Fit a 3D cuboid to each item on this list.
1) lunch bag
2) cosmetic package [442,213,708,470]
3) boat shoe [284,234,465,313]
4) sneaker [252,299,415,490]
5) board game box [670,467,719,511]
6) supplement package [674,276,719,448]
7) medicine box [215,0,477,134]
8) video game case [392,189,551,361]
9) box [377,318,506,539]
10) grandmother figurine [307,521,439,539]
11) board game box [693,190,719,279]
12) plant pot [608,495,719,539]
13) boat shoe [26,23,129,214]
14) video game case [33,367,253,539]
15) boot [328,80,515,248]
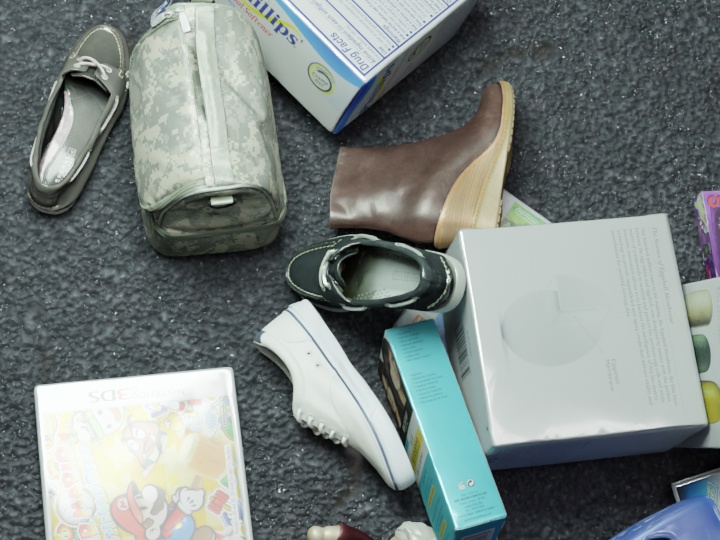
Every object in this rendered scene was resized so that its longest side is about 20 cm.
[{"bbox_3d":[-0.140,-0.130,1.492,0.138,0.168,0.201,-5,73,-12],"label":"lunch bag"},{"bbox_3d":[0.187,0.066,1.488,0.198,0.123,0.201,-5,73,-9],"label":"cosmetic package"},{"bbox_3d":[0.000,0.000,1.472,0.060,0.199,0.076,13,78,-50],"label":"boat shoe"},{"bbox_3d":[-0.025,0.124,1.491,0.071,0.073,0.200,-33,72,-9],"label":"sneaker"},{"bbox_3d":[0.377,0.273,1.503,0.125,0.035,0.201,-19,76,10],"label":"board game box"},{"bbox_3d":[0.367,0.081,1.485,0.150,0.200,0.153,-3,86,-11],"label":"supplement package"},{"bbox_3d":[-0.012,-0.267,1.574,0.182,0.103,0.200,45,59,6],"label":"medicine box"},{"bbox_3d":[0.160,0.042,1.568,0.199,0.022,0.182,35,70,2],"label":"video game case"},{"bbox_3d":[0.070,0.151,1.462,0.049,0.082,0.201,-13,61,-13],"label":"box"},{"bbox_3d":[-0.014,0.278,1.447,0.199,0.060,0.122,-24,105,-19],"label":"grandmother figurine"},{"bbox_3d":[0.438,-0.024,1.636,0.198,0.032,0.121,-2,77,-12],"label":"board game box"},{"bbox_3d":[0.236,0.325,1.405,0.179,0.200,0.201,-20,78,-9],"label":"plant pot"},{"bbox_3d":[-0.261,-0.149,1.534,0.066,0.057,0.201,18,71,-4],"label":"boat shoe"},{"bbox_3d":[-0.192,0.192,1.458,0.181,0.023,0.201,-5,74,-11],"label":"video game case"},{"bbox_3d":[0.061,-0.112,1.576,0.165,0.073,0.201,8,55,7],"label":"boot"}]
